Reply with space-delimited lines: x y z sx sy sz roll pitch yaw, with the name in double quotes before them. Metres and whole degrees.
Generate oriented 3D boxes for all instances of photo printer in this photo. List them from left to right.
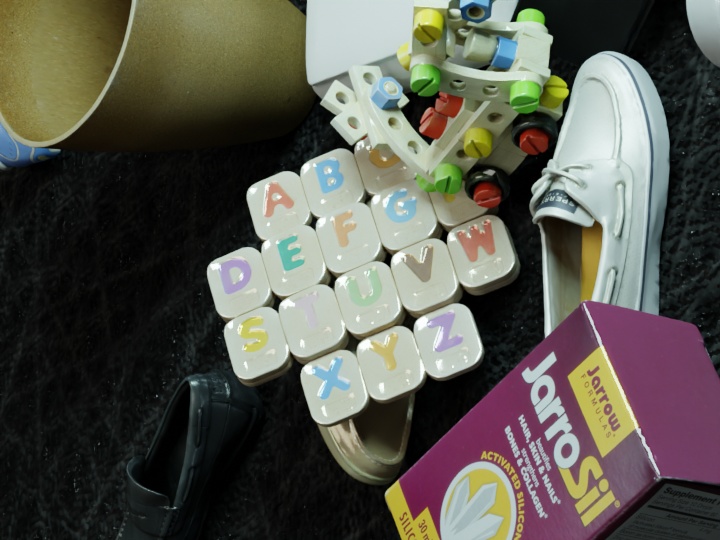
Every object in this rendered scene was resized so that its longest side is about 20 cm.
"photo printer" 0.049 -0.207 1.671 0.200 0.069 0.166 -14 67 49

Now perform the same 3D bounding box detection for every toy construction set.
"toy construction set" 0.053 -0.108 1.574 0.200 0.131 0.092 -36 38 60

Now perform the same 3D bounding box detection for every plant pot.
"plant pot" -0.132 -0.159 1.778 0.186 0.200 0.186 -17 67 47

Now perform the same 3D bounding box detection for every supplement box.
"supplement box" 0.125 0.133 1.459 0.200 0.103 0.131 -47 47 32

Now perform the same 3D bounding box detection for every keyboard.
"keyboard" 0.129 -0.207 1.504 0.021 0.127 0.200 -59 -6 -40

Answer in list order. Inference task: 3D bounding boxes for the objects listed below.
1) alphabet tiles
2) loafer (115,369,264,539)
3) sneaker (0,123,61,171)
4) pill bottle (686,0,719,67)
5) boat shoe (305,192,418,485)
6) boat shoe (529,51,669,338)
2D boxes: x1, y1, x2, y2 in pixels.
"alphabet tiles" 0.000 0.000 1.635 0.200 0.015 0.196 -22 57 9
"loafer" -0.142 0.156 1.807 0.201 0.070 0.068 -61 41 20
"sneaker" -0.268 -0.177 2.069 0.077 0.076 0.200 2 81 29
"pill bottle" 0.275 -0.144 1.336 0.200 0.120 0.120 10 88 51
"boat shoe" 0.010 0.041 1.654 0.065 0.072 0.200 -30 52 44
"boat shoe" 0.137 -0.038 1.513 0.071 0.070 0.200 -7 77 49
